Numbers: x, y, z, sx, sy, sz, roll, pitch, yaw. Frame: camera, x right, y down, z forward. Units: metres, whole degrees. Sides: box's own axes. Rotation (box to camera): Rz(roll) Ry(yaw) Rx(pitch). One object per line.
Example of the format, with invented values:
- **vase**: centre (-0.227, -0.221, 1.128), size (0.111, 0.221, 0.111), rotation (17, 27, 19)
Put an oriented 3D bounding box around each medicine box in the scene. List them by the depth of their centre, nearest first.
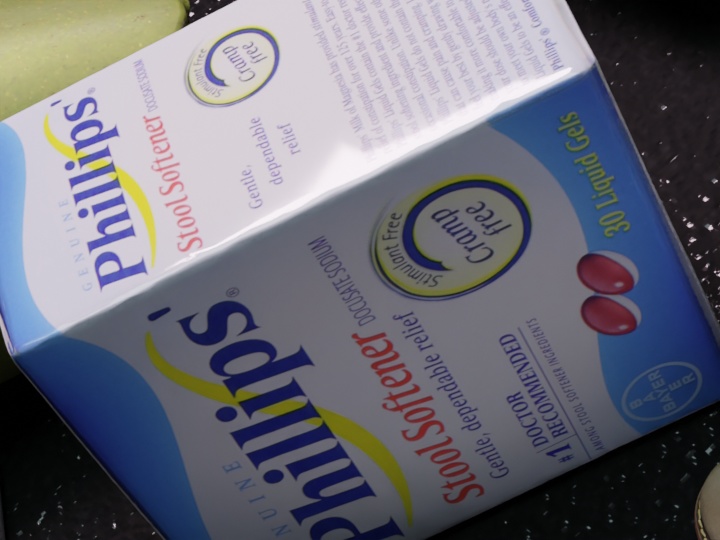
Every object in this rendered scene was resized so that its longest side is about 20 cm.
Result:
- **medicine box**: centre (0.000, 0.000, 0.796), size (0.200, 0.182, 0.103), rotation (-27, 48, 5)

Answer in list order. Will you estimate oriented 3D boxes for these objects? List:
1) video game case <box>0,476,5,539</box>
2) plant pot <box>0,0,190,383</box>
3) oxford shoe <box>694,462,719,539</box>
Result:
- **video game case**: centre (-0.218, 0.177, 0.874), size (0.200, 0.026, 0.181), rotation (-22, 49, 10)
- **plant pot**: centre (-0.144, -0.035, 0.912), size (0.190, 0.200, 0.200), rotation (-18, 48, -4)
- **oxford shoe**: centre (0.176, 0.099, 0.707), size (0.200, 0.075, 0.070), rotation (31, 73, 39)
